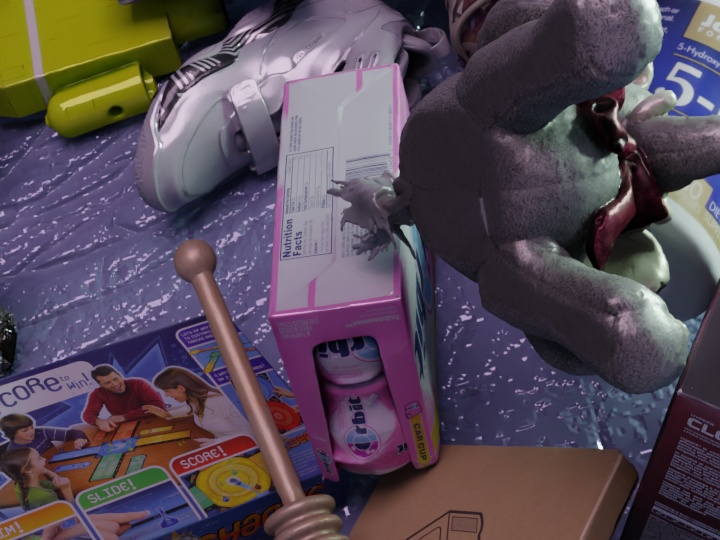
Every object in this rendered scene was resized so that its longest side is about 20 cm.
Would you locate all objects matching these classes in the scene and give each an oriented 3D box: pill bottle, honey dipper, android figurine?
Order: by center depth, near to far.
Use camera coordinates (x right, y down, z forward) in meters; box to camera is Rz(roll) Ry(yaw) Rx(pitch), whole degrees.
[{"bbox_3d":[-0.051,0.070,0.836,0.038,0.038,0.201,-24,69,-1],"label":"honey dipper"},{"bbox_3d":[0.171,-0.084,0.904,0.119,0.120,0.201,17,62,27],"label":"pill bottle"},{"bbox_3d":[-0.189,-0.166,1.124,0.199,0.041,0.183,-19,53,0],"label":"android figurine"}]

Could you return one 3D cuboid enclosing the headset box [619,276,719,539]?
[{"bbox_3d":[0.185,0.042,0.751,0.075,0.200,0.149,22,63,12],"label":"headset box"}]

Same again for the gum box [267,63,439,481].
[{"bbox_3d":[0.000,0.000,0.874,0.066,0.114,0.201,-8,41,8],"label":"gum box"}]

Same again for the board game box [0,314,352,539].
[{"bbox_3d":[-0.122,0.097,0.862,0.199,0.035,0.135,-17,46,-31],"label":"board game box"}]

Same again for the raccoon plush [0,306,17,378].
[{"bbox_3d":[-0.274,0.039,0.941,0.096,0.134,0.201,19,62,27],"label":"raccoon plush"}]

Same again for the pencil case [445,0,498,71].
[{"bbox_3d":[0.080,-0.202,1.041,0.077,0.090,0.201,-7,50,-2],"label":"pencil case"}]

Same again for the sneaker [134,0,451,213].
[{"bbox_3d":[-0.038,-0.098,1.007,0.115,0.075,0.200,28,63,34],"label":"sneaker"}]

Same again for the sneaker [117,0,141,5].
[{"bbox_3d":[-0.106,-0.191,1.037,0.114,0.073,0.200,-33,26,-7],"label":"sneaker"}]

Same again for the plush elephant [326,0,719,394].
[{"bbox_3d":[0.102,-0.044,0.744,0.154,0.166,0.199,-16,8,-36],"label":"plush elephant"}]

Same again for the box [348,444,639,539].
[{"bbox_3d":[0.027,0.168,0.781,0.163,0.021,0.201,-5,48,52],"label":"box"}]
